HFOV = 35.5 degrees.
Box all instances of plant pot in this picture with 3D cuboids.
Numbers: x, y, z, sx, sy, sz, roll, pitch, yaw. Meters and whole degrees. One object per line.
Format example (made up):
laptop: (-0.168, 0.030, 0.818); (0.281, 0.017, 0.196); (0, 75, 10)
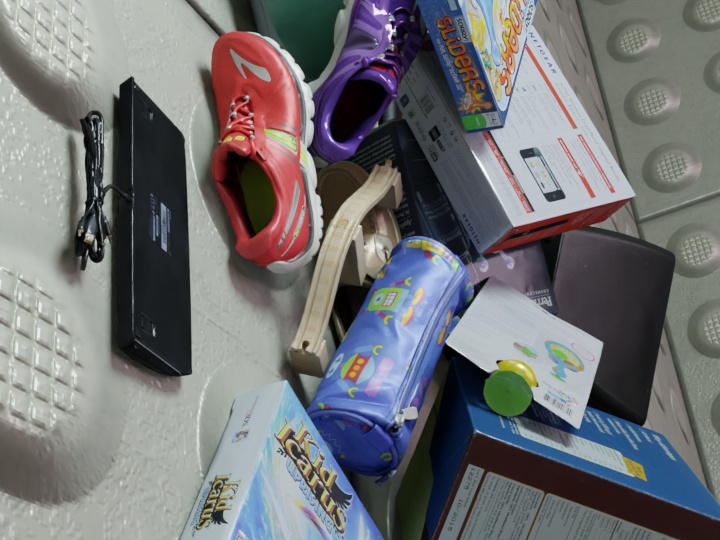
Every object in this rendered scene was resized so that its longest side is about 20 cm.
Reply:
plant pot: (0.193, 0.044, 1.206); (0.177, 0.199, 0.201); (26, 72, -44)

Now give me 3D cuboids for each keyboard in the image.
keyboard: (-0.144, -0.037, 0.710); (0.127, 0.021, 0.201); (51, 27, -55)

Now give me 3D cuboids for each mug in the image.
mug: (-0.016, -0.260, 1.000); (0.185, 0.114, 0.153); (19, 55, -65)

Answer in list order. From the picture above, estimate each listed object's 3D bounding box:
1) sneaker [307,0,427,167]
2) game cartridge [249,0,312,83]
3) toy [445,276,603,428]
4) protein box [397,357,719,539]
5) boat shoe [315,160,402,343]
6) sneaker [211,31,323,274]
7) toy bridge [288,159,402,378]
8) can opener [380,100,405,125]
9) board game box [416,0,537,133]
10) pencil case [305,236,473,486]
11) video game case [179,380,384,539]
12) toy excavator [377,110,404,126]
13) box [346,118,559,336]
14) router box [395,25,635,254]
sneaker: (0.017, -0.169, 0.909); (0.080, 0.083, 0.201); (29, 83, -27)
game cartridge: (-0.048, -0.225, 1.100); (0.200, 0.041, 0.134); (19, 59, -65)
toy: (0.129, 0.072, 0.907); (0.115, 0.047, 0.200); (32, 18, 7)
protein box: (0.147, 0.185, 0.879); (0.199, 0.199, 0.135); (-91, -158, -79)
boat shoe: (0.000, 0.000, 0.968); (0.064, 0.071, 0.201); (-2, 75, -69)
sneaker: (-0.079, -0.097, 0.854); (0.085, 0.077, 0.201); (11, 61, -61)
toy bridge: (-0.010, -0.015, 0.894); (0.067, 0.027, 0.201); (81, 27, -53)
can opener: (0.042, -0.136, 1.165); (0.079, 0.063, 0.201); (74, 22, -55)
board game box: (0.104, -0.232, 0.959); (0.200, 0.034, 0.136); (-71, 145, -42)
pencil case: (0.026, 0.064, 0.874); (0.078, 0.087, 0.200); (53, 47, -29)
video game case: (-0.037, 0.204, 0.730); (0.200, 0.045, 0.182); (61, 21, -24)
toy excavator: (0.080, -0.083, 1.230); (0.194, 0.099, 0.201); (-16, 100, -73)
box: (0.077, -0.034, 1.053); (0.148, 0.107, 0.201); (-9, 82, -39)
router box: (0.134, -0.124, 1.016); (0.179, 0.049, 0.201); (-13, 69, -41)
